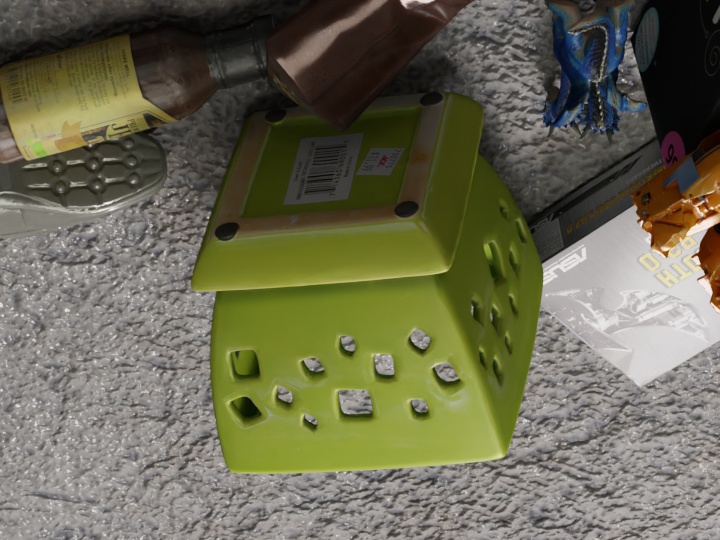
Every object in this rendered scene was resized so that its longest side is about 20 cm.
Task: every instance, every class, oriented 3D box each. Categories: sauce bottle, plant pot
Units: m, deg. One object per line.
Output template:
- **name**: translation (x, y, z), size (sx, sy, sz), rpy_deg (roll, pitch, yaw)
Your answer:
- **sauce bottle**: translation (-0.146, -0.120, 1.579), size (0.199, 0.065, 0.065), rpy_deg (-14, 135, 5)
- **plant pot**: translation (0.000, 0.000, 1.609), size (0.198, 0.201, 0.182), rpy_deg (-4, 128, 16)

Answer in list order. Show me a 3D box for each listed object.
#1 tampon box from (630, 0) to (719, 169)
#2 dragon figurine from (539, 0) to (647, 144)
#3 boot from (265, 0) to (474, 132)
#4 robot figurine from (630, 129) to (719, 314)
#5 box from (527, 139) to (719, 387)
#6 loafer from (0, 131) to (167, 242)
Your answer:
- **tampon box**: translation (0.269, -0.159, 1.528), size (0.125, 0.150, 0.201), rpy_deg (8, 133, -16)
- **dragon figurine**: translation (0.148, -0.124, 1.559), size (0.058, 0.200, 0.100), rpy_deg (-7, 97, -3)
- **boot**: translation (0.002, -0.188, 1.503), size (0.200, 0.064, 0.186), rpy_deg (-37, 131, 11)
- **robot figurine**: translation (0.273, -0.057, 1.481), size (0.199, 0.058, 0.145), rpy_deg (-31, 132, 23)
- **box**: translation (0.227, -0.018, 1.735), size (0.199, 0.049, 0.158), rpy_deg (-33, 129, 24)
- **loafer**: translation (-0.227, -0.056, 1.642), size (0.199, 0.070, 0.070), rpy_deg (-7, 167, -4)
